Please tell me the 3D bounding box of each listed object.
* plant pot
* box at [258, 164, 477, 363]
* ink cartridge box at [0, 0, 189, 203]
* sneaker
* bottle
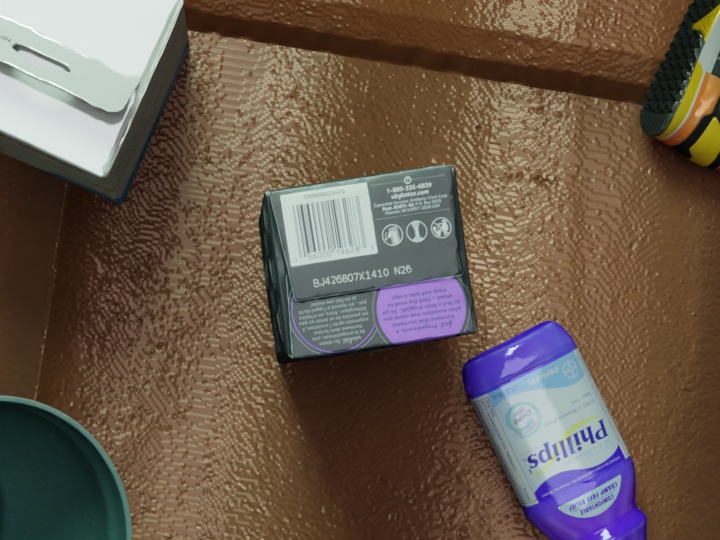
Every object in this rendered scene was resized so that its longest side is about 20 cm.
[{"bbox_3d":[-0.265,0.170,1.259,0.199,0.134,0.201,-4,98,-33],"label":"plant pot"},{"bbox_3d":[0.000,0.000,1.276,0.122,0.200,0.107,-8,87,-5],"label":"box"},{"bbox_3d":[-0.191,-0.132,1.269,0.128,0.200,0.126,24,85,-3],"label":"ink cartridge box"},{"bbox_3d":[0.277,-0.162,1.383,0.090,0.070,0.201,31,85,-17],"label":"sneaker"},{"bbox_3d":[0.143,0.138,1.346,0.083,0.065,0.201,-25,89,-7],"label":"bottle"}]
